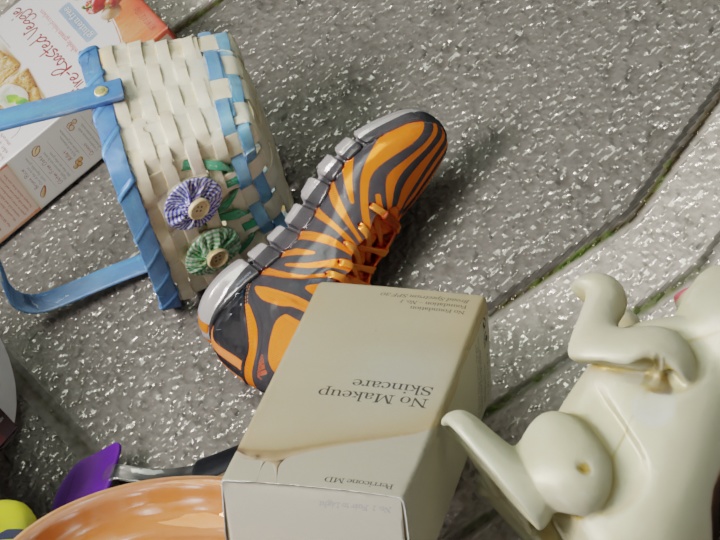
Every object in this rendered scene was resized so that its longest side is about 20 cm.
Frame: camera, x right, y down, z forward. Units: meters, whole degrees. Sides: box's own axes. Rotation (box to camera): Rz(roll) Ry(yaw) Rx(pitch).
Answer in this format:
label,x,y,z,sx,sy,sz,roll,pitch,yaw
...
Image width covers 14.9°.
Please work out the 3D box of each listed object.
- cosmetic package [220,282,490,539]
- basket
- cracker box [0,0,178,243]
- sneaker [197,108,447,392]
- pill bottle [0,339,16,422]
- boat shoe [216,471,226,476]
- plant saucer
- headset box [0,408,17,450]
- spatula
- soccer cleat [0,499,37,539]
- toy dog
label,x,y,z,sx,sy,sz,roll,pitch,yaw
cosmetic package,0.002,0.090,1.496,0.103,0.073,0.200,4,31,13
basket,-0.152,-0.058,1.736,0.200,0.176,0.139,-16,52,5
cracker box,-0.225,-0.121,1.911,0.200,0.058,0.134,-41,45,-3
sneaker,0.000,0.000,1.679,0.200,0.078,0.112,-48,49,4
pill bottle,-0.331,0.090,1.768,0.200,0.116,0.116,-13,50,23
boat shoe,-0.046,0.150,1.584,0.200,0.072,0.076,-34,51,2
plant saucer,-0.104,0.178,1.478,0.200,0.037,0.200,-6,27,3
headset box,-0.318,0.093,1.661,0.149,0.200,0.075,-41,5,16
spatula,-0.114,0.121,1.661,0.200,0.021,0.057,-14,43,30
soccer cleat,-0.254,0.175,1.574,0.065,0.084,0.200,-6,22,37
toy dog,0.171,0.079,1.464,0.200,0.140,0.194,-43,55,-6
